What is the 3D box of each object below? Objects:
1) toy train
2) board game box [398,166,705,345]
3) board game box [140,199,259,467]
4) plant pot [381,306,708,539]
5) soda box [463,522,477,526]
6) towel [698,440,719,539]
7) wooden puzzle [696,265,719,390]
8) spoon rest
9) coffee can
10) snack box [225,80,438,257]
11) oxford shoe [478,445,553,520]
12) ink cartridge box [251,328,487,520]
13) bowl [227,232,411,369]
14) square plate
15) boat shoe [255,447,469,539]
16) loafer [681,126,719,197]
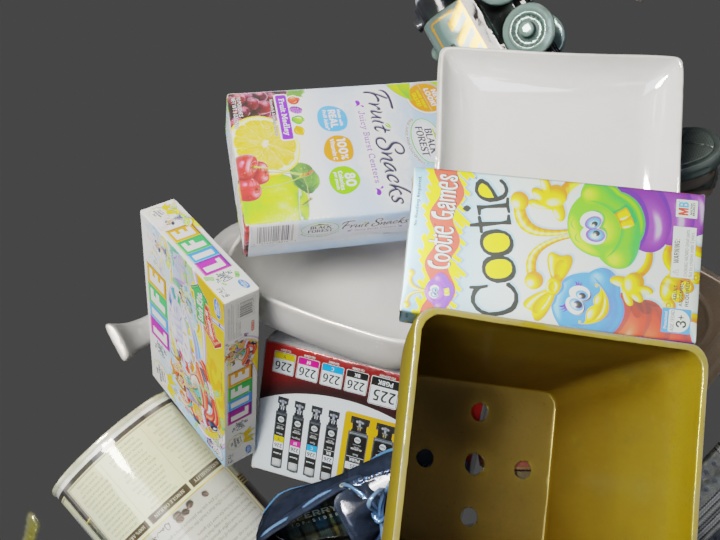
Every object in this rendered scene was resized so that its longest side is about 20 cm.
[{"bbox_3d":[0.127,-0.191,0.794,0.114,0.085,0.201,-30,87,22],"label":"toy train"},{"bbox_3d":[0.131,-0.006,0.646,0.198,0.103,0.106,6,83,3],"label":"board game box"},{"bbox_3d":[-0.139,0.058,0.771,0.134,0.034,0.201,42,141,35],"label":"board game box"},{"bbox_3d":[0.106,0.145,0.638,0.198,0.176,0.202,8,82,-9],"label":"plant pot"},{"bbox_3d":[0.043,0.275,0.794,0.199,0.063,0.071,-17,80,21],"label":"soda box"},{"bbox_3d":[0.400,0.206,0.787,0.192,0.035,0.200,43,103,10],"label":"towel"},{"bbox_3d":[0.219,0.048,0.784,0.199,0.046,0.186,28,120,5],"label":"wooden puzzle"},{"bbox_3d":[-0.152,0.023,0.885,0.199,0.061,0.100,-27,89,-1],"label":"spoon rest"},{"bbox_3d":[-0.172,0.237,0.849,0.146,0.146,0.200,-44,84,11],"label":"coffee can"},{"bbox_3d":[-0.011,-0.093,0.774,0.198,0.053,0.143,-6,60,-11],"label":"snack box"},{"bbox_3d":[0.192,0.194,0.779,0.198,0.070,0.075,7,81,-14],"label":"oxford shoe"},{"bbox_3d":[0.009,0.152,0.819,0.199,0.084,0.177,13,110,12],"label":"ink cartridge box"},{"bbox_3d":[0.000,0.000,0.789,0.199,0.200,0.075,18,135,16],"label":"bowl"},{"bbox_3d":[0.157,-0.078,0.720,0.198,0.028,0.200,3,83,3],"label":"square plate"},{"bbox_3d":[0.002,0.211,0.757,0.199,0.069,0.084,-28,99,21],"label":"boat shoe"},{"bbox_3d":[0.218,-0.070,0.789,0.199,0.063,0.072,-11,47,14],"label":"loafer"}]
